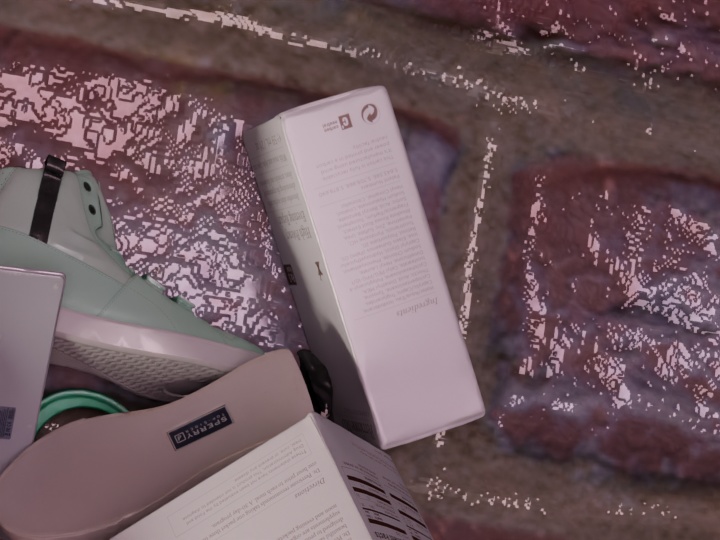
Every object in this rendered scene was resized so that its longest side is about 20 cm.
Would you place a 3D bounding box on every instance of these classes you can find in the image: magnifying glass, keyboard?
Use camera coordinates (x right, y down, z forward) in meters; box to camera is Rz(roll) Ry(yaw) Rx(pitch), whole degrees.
[{"bbox_3d":[-0.125,0.152,1.031,0.080,0.022,0.200,-45,102,-13],"label":"magnifying glass"},{"bbox_3d":[-0.205,0.082,0.957,0.056,0.011,0.202,3,123,-22],"label":"keyboard"}]

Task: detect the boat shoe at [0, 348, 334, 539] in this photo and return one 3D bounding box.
[{"bbox_3d":[-0.103,0.120,0.992,0.198,0.093,0.075,-20,56,-5],"label":"boat shoe"}]

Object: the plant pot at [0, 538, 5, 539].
[{"bbox_3d":[-0.272,0.238,0.893,0.180,0.200,0.203,2,88,-12],"label":"plant pot"}]

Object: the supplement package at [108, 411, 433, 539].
[{"bbox_3d":[-0.037,0.219,0.915,0.190,0.147,0.201,-32,67,9],"label":"supplement package"}]

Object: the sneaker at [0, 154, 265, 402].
[{"bbox_3d":[-0.131,0.003,1.008,0.199,0.074,0.119,20,58,-32],"label":"sneaker"}]

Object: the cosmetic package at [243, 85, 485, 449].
[{"bbox_3d":[0.000,0.000,1.033,0.073,0.102,0.202,-17,92,-16],"label":"cosmetic package"}]
